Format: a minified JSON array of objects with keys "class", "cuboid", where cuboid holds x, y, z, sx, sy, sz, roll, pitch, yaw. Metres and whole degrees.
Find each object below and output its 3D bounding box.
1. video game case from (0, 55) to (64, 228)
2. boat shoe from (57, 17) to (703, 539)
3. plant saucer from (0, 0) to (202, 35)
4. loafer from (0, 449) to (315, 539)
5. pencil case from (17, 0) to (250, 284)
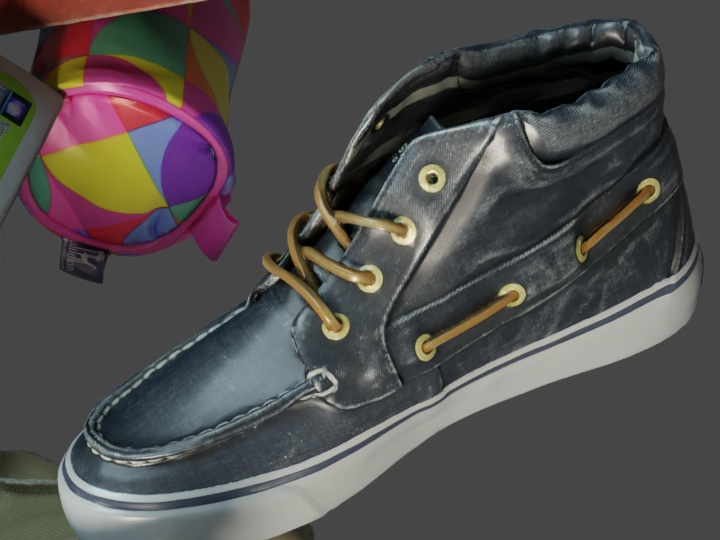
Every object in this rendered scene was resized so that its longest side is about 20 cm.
[{"class":"video game case","cuboid":[-0.181,0.045,0.887,0.200,0.045,0.182,-53,11,33]},{"class":"boat shoe","cuboid":[0.000,0.000,0.730,0.199,0.091,0.071,-25,36,-16]},{"class":"plant saucer","cuboid":[-0.093,-0.162,1.005,0.199,0.037,0.200,-8,36,23]},{"class":"loafer","cuboid":[-0.092,0.087,0.802,0.199,0.076,0.069,-16,44,36]},{"class":"pencil case","cuboid":[-0.082,-0.085,1.005,0.088,0.088,0.200,-27,33,21]}]
